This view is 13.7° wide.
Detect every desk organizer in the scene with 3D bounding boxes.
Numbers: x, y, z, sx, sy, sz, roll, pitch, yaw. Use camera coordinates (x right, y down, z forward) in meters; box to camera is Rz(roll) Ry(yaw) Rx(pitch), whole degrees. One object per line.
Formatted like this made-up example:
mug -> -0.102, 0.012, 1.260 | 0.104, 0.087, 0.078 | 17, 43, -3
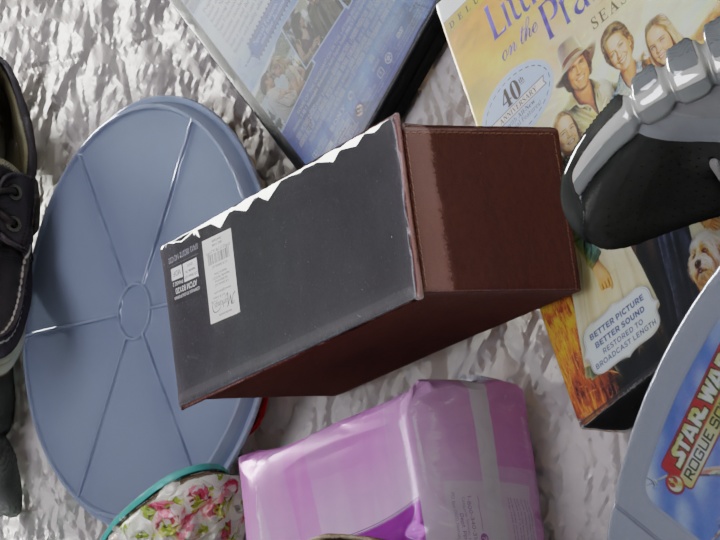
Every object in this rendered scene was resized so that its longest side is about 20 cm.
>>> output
desk organizer -> 0.000, 0.000, 1.211 | 0.200, 0.077, 0.072 | -26, 68, 57

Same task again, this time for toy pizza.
toy pizza -> -0.092, 0.020, 1.384 | 0.200, 0.032, 0.201 | -10, 77, 51

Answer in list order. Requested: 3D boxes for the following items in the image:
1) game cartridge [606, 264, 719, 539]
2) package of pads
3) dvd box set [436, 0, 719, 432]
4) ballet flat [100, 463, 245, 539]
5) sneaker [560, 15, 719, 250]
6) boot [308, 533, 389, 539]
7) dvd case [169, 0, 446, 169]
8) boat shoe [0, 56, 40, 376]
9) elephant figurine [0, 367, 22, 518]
game cartridge -> 0.158, 0.066, 1.015 | 0.133, 0.041, 0.200 | 35, 127, 20
package of pads -> 0.021, 0.151, 1.193 | 0.120, 0.075, 0.201 | -27, 65, 45
dvd box set -> 0.108, -0.060, 1.155 | 0.146, 0.029, 0.201 | -40, 56, 39
ballet flat -> -0.099, 0.155, 1.347 | 0.200, 0.075, 0.064 | -46, 57, 48
sneaker -> 0.167, -0.040, 1.023 | 0.200, 0.075, 0.116 | -36, 64, 20
boot -> 0.062, 0.145, 1.086 | 0.199, 0.075, 0.074 | 18, 76, 15
dvd case -> -0.024, -0.142, 1.336 | 0.200, 0.017, 0.143 | 53, 124, 39
boat shoe -> -0.188, -0.031, 1.440 | 0.200, 0.072, 0.065 | -95, 20, -50
elephant figurine -> -0.275, 0.033, 1.470 | 0.155, 0.199, 0.142 | 13, 94, 50
